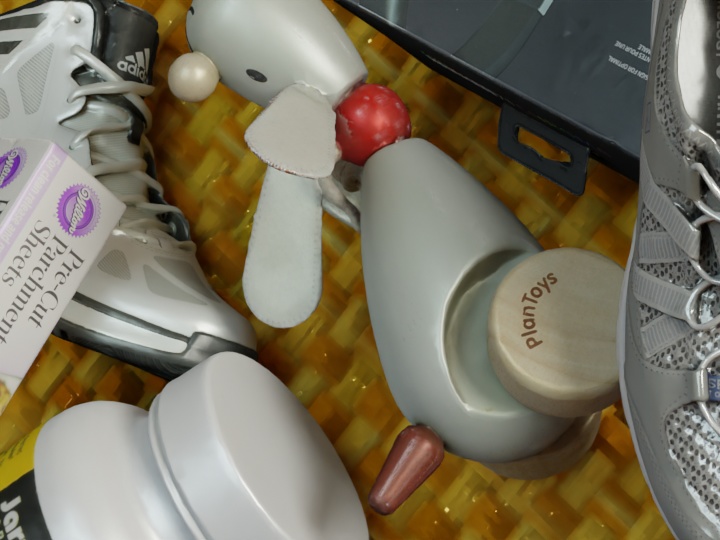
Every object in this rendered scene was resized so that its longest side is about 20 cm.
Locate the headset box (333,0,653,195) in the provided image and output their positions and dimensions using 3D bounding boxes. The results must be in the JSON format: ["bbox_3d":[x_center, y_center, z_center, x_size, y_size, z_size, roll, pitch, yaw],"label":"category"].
[{"bbox_3d":[0.103,-0.120,0.873,0.174,0.093,0.200,30,91,36],"label":"headset box"}]

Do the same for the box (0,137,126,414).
[{"bbox_3d":[-0.147,0.048,0.890,0.039,0.041,0.200,7,60,49],"label":"box"}]

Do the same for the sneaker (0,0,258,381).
[{"bbox_3d":[-0.095,-0.038,0.982,0.200,0.076,0.116,29,92,39],"label":"sneaker"}]

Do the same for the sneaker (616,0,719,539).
[{"bbox_3d":[0.102,-0.010,0.746,0.075,0.082,0.201,-5,84,9],"label":"sneaker"}]

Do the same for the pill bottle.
[{"bbox_3d":[-0.100,0.115,0.907,0.200,0.112,0.113,-35,58,18],"label":"pill bottle"}]

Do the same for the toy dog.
[{"bbox_3d":[0.000,0.000,0.861,0.096,0.132,0.200,-36,53,-18],"label":"toy dog"}]
